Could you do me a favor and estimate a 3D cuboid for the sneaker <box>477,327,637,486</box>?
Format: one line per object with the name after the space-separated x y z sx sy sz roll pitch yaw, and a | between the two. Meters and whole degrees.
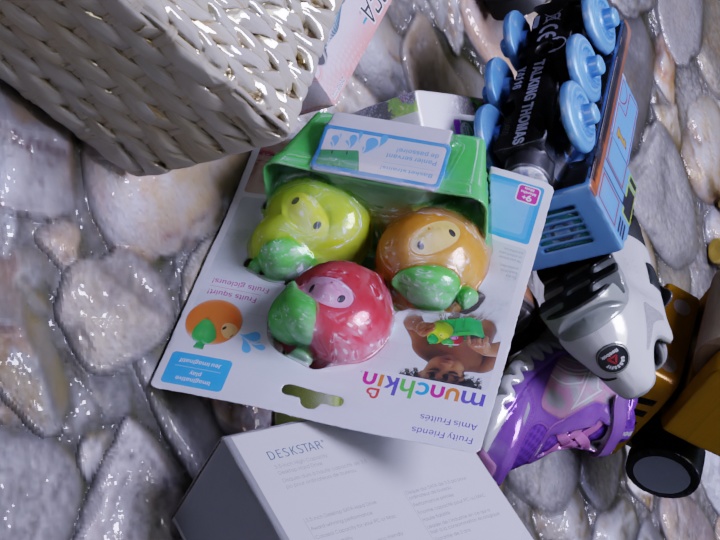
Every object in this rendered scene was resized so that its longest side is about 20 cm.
0.135 0.091 1.058 0.088 0.081 0.200 38 34 11 | sneaker

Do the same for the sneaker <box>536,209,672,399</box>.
0.165 0.024 1.058 0.089 0.074 0.200 55 23 -12 | sneaker

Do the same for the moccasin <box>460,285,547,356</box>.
0.081 0.013 1.056 0.078 0.074 0.201 65 16 10 | moccasin

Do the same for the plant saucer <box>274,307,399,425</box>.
0.021 0.108 1.012 0.200 0.031 0.201 20 64 -50 | plant saucer

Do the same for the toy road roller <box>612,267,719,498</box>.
0.219 0.061 1.176 0.146 0.200 0.123 27 49 -4 | toy road roller

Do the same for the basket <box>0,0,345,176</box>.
-0.117 -0.150 0.810 0.200 0.135 0.124 37 54 -41 | basket

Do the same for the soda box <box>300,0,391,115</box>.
-0.023 -0.181 1.011 0.068 0.063 0.200 54 41 -29 | soda box

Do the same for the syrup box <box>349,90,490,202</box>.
0.068 -0.067 1.086 0.200 0.081 0.079 -1 78 -55 | syrup box

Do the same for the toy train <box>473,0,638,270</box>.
0.134 -0.098 1.052 0.114 0.086 0.200 58 33 -32 | toy train

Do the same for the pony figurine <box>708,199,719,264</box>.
0.423 -0.001 1.524 0.200 0.166 0.194 14 60 -35 | pony figurine

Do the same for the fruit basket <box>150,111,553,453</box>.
0.000 0.000 0.899 0.094 0.185 0.200 88 18 -44 | fruit basket

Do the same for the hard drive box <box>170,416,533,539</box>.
0.020 0.173 0.842 0.156 0.077 0.200 -7 53 -40 | hard drive box

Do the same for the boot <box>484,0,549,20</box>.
0.122 -0.310 1.238 0.158 0.079 0.211 58 40 -26 | boot
